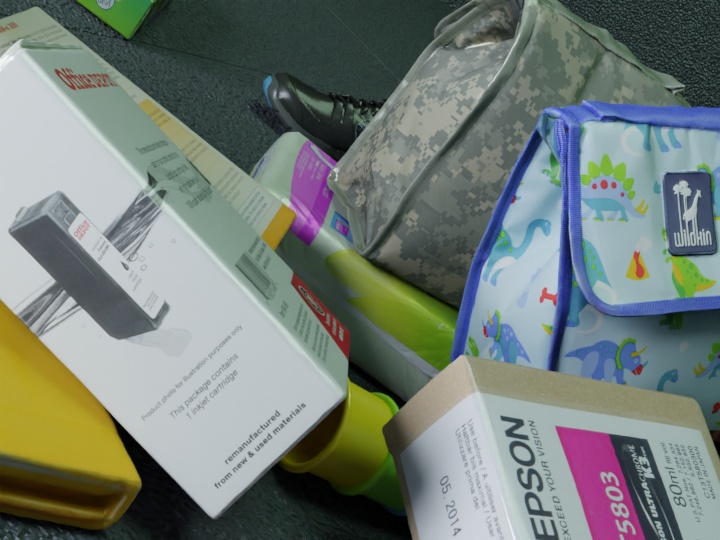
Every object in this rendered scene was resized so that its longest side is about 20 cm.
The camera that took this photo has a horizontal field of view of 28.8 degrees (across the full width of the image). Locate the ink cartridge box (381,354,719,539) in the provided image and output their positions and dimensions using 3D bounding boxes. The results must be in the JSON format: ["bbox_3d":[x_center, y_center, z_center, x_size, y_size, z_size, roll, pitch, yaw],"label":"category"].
[{"bbox_3d":[0.113,0.151,0.663,0.163,0.075,0.202,12,48,-33],"label":"ink cartridge box"}]

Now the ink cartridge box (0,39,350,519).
[{"bbox_3d":[-0.100,-0.003,0.645,0.200,0.084,0.144,48,6,-6],"label":"ink cartridge box"}]

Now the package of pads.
[{"bbox_3d":[0.000,0.000,0.964,0.199,0.068,0.155,38,18,-8],"label":"package of pads"}]

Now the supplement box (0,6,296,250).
[{"bbox_3d":[-0.141,-0.051,0.778,0.199,0.074,0.126,39,17,-5],"label":"supplement box"}]

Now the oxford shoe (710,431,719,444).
[{"bbox_3d":[0.399,0.172,1.376,0.200,0.071,0.074,48,16,25],"label":"oxford shoe"}]

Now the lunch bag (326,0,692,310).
[{"bbox_3d":[0.102,-0.077,0.914,0.163,0.201,0.118,27,22,-30],"label":"lunch bag"}]

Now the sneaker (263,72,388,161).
[{"bbox_3d":[0.002,-0.132,1.279,0.199,0.082,0.073,31,20,-23],"label":"sneaker"}]

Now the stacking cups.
[{"bbox_3d":[0.038,0.114,0.781,0.199,0.061,0.061,31,18,-39],"label":"stacking cups"}]

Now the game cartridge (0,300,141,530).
[{"bbox_3d":[-0.196,0.015,0.578,0.175,0.033,0.200,23,21,-44],"label":"game cartridge"}]

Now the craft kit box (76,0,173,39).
[{"bbox_3d":[-0.252,-0.293,1.218,0.199,0.049,0.198,37,20,-10],"label":"craft kit box"}]

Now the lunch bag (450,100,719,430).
[{"bbox_3d":[0.164,-0.002,0.836,0.168,0.202,0.127,-3,27,-27],"label":"lunch bag"}]
